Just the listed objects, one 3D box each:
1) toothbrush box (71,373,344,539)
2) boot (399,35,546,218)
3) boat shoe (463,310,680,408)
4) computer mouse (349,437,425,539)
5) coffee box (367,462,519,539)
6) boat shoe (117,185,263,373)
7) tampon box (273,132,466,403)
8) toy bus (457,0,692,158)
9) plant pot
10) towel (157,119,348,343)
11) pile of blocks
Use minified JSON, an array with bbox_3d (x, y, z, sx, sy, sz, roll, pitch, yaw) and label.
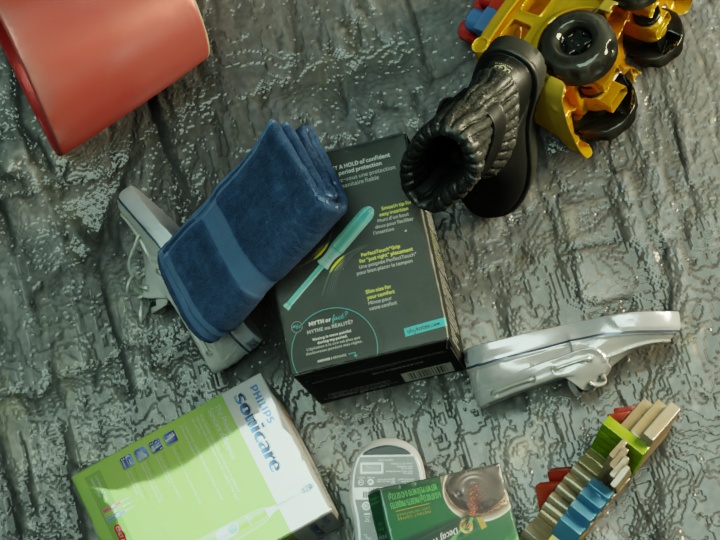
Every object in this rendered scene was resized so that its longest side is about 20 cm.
[{"bbox_3d":[-0.138,0.210,1.687,0.200,0.086,0.146,-30,72,0],"label":"toothbrush box"},{"bbox_3d":[0.096,-0.092,1.655,0.079,0.211,0.158,20,49,17],"label":"boot"},{"bbox_3d":[0.197,0.082,1.690,0.199,0.074,0.066,-13,82,12],"label":"boat shoe"},{"bbox_3d":[0.029,0.253,1.675,0.109,0.044,0.201,0,78,9],"label":"computer mouse"},{"bbox_3d":[0.088,0.279,1.625,0.123,0.044,0.201,-9,79,-18],"label":"coffee box"},{"bbox_3d":[-0.184,0.016,1.763,0.086,0.075,0.202,-40,80,5],"label":"boat shoe"},{"bbox_3d":[0.000,0.000,1.705,0.149,0.126,0.201,-13,73,6],"label":"tampon box"},{"bbox_3d":[0.193,-0.236,1.755,0.192,0.136,0.200,31,78,31],"label":"toy bus"},{"bbox_3d":[-0.254,-0.235,1.785,0.177,0.201,0.201,-27,72,-10],"label":"plant pot"},{"bbox_3d":[-0.100,-0.033,1.644,0.200,0.048,0.112,-44,58,27],"label":"towel"},{"bbox_3d":[0.199,0.185,1.647,0.062,0.082,0.200,37,83,16],"label":"pile of blocks"}]
